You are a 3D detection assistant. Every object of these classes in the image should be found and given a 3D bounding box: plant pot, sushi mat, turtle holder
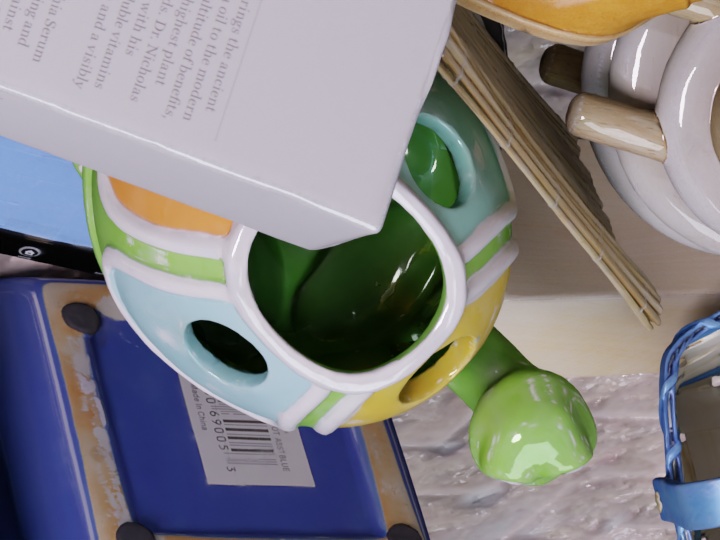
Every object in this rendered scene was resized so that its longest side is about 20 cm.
[{"bbox_3d":[-0.081,0.114,1.201,0.199,0.201,0.180,4,139,-26],"label":"plant pot"},{"bbox_3d":[0.049,-0.056,0.979,0.012,0.096,0.200,-32,145,9],"label":"sushi mat"},{"bbox_3d":[-0.011,0.001,0.983,0.140,0.132,0.186,-20,110,-7],"label":"turtle holder"}]

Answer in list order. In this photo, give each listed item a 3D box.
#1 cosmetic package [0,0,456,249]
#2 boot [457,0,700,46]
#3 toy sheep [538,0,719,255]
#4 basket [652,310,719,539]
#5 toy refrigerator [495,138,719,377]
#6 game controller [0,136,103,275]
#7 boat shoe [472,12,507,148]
[{"bbox_3d":[-0.078,-0.087,0.808,0.199,0.102,0.071,21,170,-14],"label":"cosmetic package"},{"bbox_3d":[0.110,-0.133,0.876,0.200,0.071,0.144,12,132,-13],"label":"boot"},{"bbox_3d":[0.136,-0.068,1.026,0.137,0.200,0.139,0,109,-1],"label":"toy sheep"},{"bbox_3d":[0.190,0.070,1.112,0.175,0.140,0.200,-11,180,-6],"label":"basket"},{"bbox_3d":[0.129,-0.004,1.198,0.199,0.076,0.070,-2,148,-21],"label":"toy refrigerator"},{"bbox_3d":[-0.104,-0.033,1.066,0.199,0.042,0.104,13,140,-22],"label":"game controller"},{"bbox_3d":[0.017,-0.038,1.113,0.061,0.072,0.202,-40,157,-42],"label":"boat shoe"}]
